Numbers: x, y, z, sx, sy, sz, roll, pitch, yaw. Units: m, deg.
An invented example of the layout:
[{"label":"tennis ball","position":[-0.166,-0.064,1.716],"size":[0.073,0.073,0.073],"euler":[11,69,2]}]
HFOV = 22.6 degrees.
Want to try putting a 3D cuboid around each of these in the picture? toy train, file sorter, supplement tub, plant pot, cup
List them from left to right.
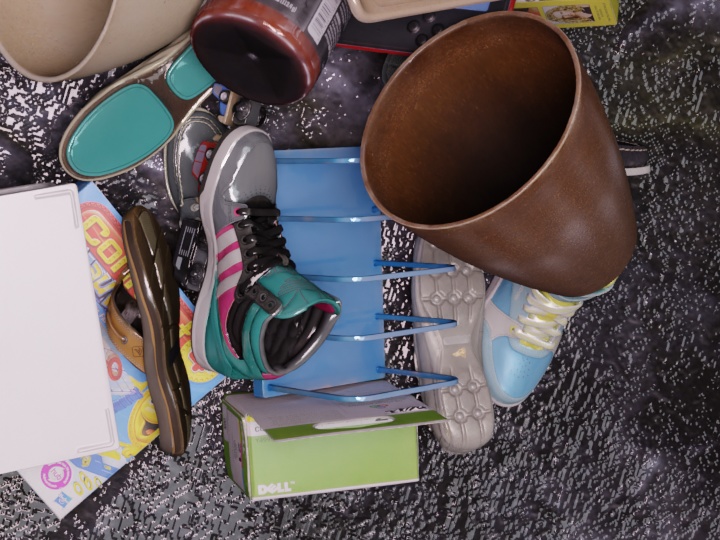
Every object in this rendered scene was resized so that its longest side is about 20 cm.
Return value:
[{"label":"file sorter","position":[-0.274,0.041,1.363],"size":[0.138,0.124,0.201],"euler":[-10,99,-15]},{"label":"cup","position":[-0.187,-0.246,1.399],"size":[0.143,0.200,0.201],"euler":[-5,98,-44]},{"label":"toy train","position":[-0.112,-0.081,1.440],"size":[0.034,0.046,0.201],"euler":[16,90,-56]},{"label":"supplement tub","position":[-0.048,-0.233,1.404],"size":[0.107,0.107,0.201],"euler":[34,59,-16]},{"label":"file sorter","position":[0.000,0.000,1.468],"size":[0.138,0.122,0.201],"euler":[-6,96,-43]},{"label":"plant pot","position":[0.131,-0.067,1.394],"size":[0.187,0.187,0.200],"euler":[-54,135,-4]}]

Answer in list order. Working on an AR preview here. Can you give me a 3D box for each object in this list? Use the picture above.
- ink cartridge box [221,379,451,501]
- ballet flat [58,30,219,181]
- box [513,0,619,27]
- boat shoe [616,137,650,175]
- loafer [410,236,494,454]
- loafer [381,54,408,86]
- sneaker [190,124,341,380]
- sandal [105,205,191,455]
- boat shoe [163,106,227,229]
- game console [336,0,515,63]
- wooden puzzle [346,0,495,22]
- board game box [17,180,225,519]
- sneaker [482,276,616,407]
[{"label":"ink cartridge box","position":[-0.022,0.145,1.462],"size":[0.147,0.200,0.076],"euler":[-5,97,-14]},{"label":"ballet flat","position":[-0.165,-0.143,1.462],"size":[0.200,0.069,0.070],"euler":[-38,104,-12]},{"label":"box","position":[0.110,-0.238,1.477],"size":[0.199,0.050,0.076],"euler":[-2,69,17]},{"label":"boat shoe","position":[0.159,-0.122,1.554],"size":[0.199,0.074,0.061],"euler":[9,98,-8]},{"label":"loafer","position":[0.073,0.058,1.550],"size":[0.070,0.070,0.201],"euler":[0,78,-18]},{"label":"loafer","position":[0.102,-0.210,1.532],"size":[0.200,0.063,0.072],"euler":[-46,63,-5]},{"label":"sneaker","position":[-0.068,-0.004,1.381],"size":[0.083,0.120,0.201],"euler":[-9,110,-45]},{"label":"sandal","position":[-0.172,0.050,1.429],"size":[0.054,0.082,0.201],"euler":[-6,105,7]},{"label":"boat shoe","position":[-0.113,-0.037,1.490],"size":[0.072,0.062,0.201],"euler":[-14,99,-12]},{"label":"game console","position":[0.054,-0.267,1.460],"size":[0.176,0.031,0.201],"euler":[12,76,20]},{"label":"wooden puzzle","position":[0.038,-0.276,1.375],"size":[0.199,0.046,0.186],"euler":[-12,73,-32]},{"label":"board game box","position":[-0.235,0.062,1.470],"size":[0.196,0.056,0.200],"euler":[-41,104,-8]},{"label":"sneaker","position":[0.160,0.027,1.537],"size":[0.079,0.131,0.201],"euler":[15,93,-17]}]
